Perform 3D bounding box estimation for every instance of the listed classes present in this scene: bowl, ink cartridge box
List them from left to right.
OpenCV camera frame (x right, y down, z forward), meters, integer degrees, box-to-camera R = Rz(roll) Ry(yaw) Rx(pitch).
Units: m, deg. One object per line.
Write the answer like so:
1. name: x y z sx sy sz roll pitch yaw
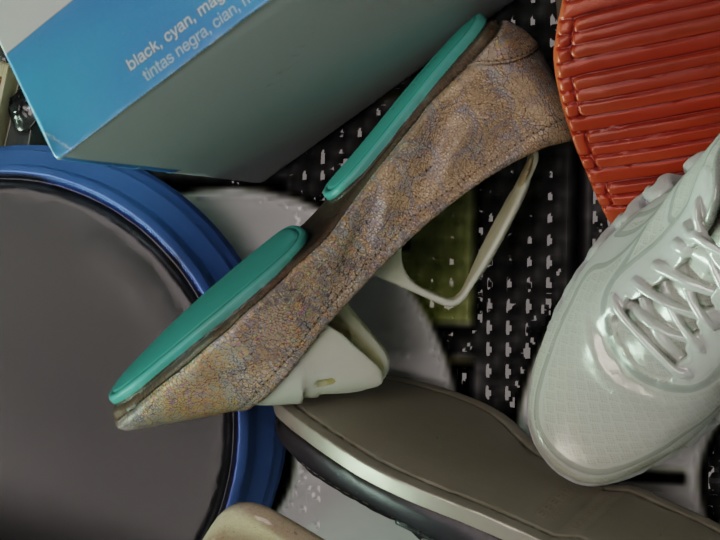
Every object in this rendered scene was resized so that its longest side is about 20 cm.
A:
1. bowl: -0.127 0.053 0.938 0.199 0.039 0.203 1 95 14
2. ink cartridge box: -0.059 -0.156 0.872 0.144 0.147 0.201 -34 75 23

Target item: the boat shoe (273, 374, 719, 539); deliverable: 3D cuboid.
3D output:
1. boat shoe: 0.046 0.094 0.856 0.199 0.072 0.063 24 119 31

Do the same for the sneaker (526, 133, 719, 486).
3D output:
1. sneaker: 0.116 -0.007 0.788 0.075 0.081 0.200 44 112 11

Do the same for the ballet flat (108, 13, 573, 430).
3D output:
1. ballet flat: 0.000 0.000 0.865 0.200 0.068 0.067 -45 99 3

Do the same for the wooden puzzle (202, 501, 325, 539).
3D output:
1. wooden puzzle: -0.013 0.204 0.819 0.184 0.037 0.201 31 89 -2

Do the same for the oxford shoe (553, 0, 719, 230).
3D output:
1. oxford shoe: 0.097 -0.108 0.843 0.070 0.073 0.202 -6 103 4

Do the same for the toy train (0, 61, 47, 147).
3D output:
1. toy train: -0.136 -0.056 0.976 0.046 0.034 0.202 17 98 39
